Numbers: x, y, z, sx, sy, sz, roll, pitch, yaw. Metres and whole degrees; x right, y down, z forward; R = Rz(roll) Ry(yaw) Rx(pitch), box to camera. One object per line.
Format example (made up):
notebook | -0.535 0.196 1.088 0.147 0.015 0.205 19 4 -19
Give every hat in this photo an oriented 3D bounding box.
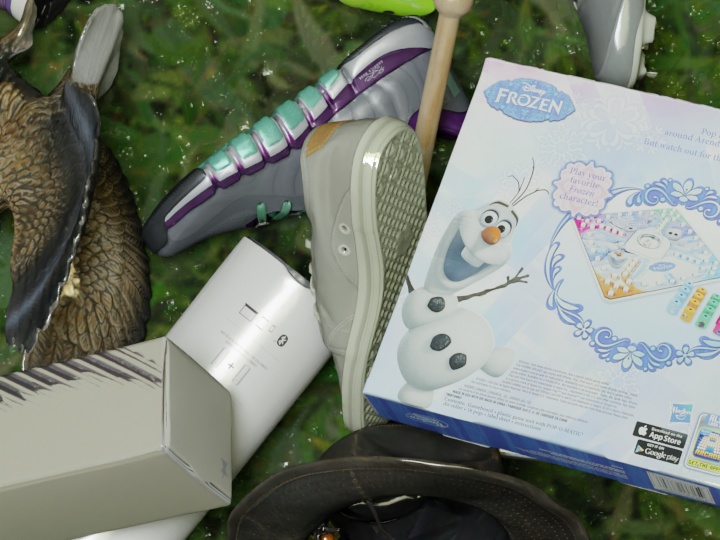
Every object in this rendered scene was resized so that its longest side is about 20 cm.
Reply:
hat | 0.029 0.132 1.573 0.199 0.201 0.081 7 48 3

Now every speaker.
speaker | -0.094 0.083 1.604 0.081 0.081 0.200 38 86 6

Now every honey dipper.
honey dipper | 0.034 -0.066 1.593 0.038 0.038 0.201 13 112 4

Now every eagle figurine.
eagle figurine | -0.174 -0.039 1.594 0.151 0.151 0.200 -50 63 37

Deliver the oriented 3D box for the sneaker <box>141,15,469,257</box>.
sneaker | -0.024 -0.053 1.623 0.200 0.074 0.088 -36 91 -1

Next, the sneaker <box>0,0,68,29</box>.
sneaker | -0.170 -0.244 1.650 0.087 0.076 0.201 31 86 11

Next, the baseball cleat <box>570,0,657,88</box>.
baseball cleat | 0.112 -0.196 1.632 0.106 0.070 0.201 1 73 -9

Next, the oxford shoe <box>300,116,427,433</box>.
oxford shoe | 0.000 0.000 1.553 0.058 0.201 0.075 18 41 26

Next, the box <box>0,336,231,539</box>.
box | -0.171 0.099 1.539 0.199 0.082 0.069 -13 59 20

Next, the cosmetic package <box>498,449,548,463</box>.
cosmetic package | 0.137 0.035 1.616 0.199 0.052 0.152 6 87 3

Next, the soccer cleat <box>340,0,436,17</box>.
soccer cleat | 0.030 -0.239 1.650 0.081 0.067 0.201 18 80 -19

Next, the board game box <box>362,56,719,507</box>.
board game box | 0.127 0.004 1.508 0.199 0.043 0.200 14 72 20
